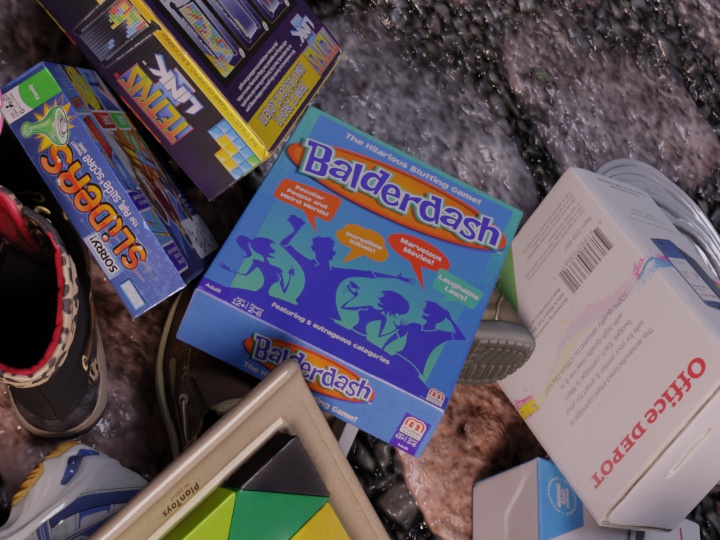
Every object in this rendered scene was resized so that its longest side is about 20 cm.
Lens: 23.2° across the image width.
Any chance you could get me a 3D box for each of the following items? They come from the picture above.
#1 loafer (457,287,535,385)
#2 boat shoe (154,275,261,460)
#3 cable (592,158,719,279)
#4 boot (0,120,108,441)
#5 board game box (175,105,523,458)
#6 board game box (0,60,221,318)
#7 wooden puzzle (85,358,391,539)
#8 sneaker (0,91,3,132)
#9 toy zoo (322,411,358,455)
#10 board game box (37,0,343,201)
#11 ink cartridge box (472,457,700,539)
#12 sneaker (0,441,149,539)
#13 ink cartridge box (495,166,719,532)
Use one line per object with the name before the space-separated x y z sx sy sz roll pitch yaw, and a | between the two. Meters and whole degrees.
loafer | 0.021 0.026 1.118 0.200 0.075 0.070 14 45 -39
boat shoe | -0.070 0.087 0.983 0.075 0.075 0.202 9 61 -25
cable | 0.216 0.017 1.335 0.200 0.069 0.200 29 50 -29
boot | -0.182 -0.016 0.912 0.073 0.151 0.200 -11 79 -4
board game box | 0.000 0.000 1.026 0.152 0.045 0.200 26 39 0
board game box | -0.134 -0.048 0.975 0.135 0.034 0.200 57 4 -3
wooden puzzle | -0.055 0.174 0.900 0.185 0.037 0.200 -42 124 -29
sneaker | -0.233 -0.047 0.816 0.088 0.081 0.200 37 45 -32
toy zoo | -0.044 0.047 1.104 0.131 0.020 0.200 43 45 -17
board game box | -0.101 -0.154 1.096 0.165 0.057 0.200 51 25 -11
ink cartridge box | 0.169 0.214 1.181 0.200 0.067 0.116 24 52 -32
sneaker | -0.157 0.167 0.870 0.088 0.075 0.200 25 45 10
ink cartridge box | 0.173 0.053 1.162 0.087 0.145 0.200 14 31 -42
